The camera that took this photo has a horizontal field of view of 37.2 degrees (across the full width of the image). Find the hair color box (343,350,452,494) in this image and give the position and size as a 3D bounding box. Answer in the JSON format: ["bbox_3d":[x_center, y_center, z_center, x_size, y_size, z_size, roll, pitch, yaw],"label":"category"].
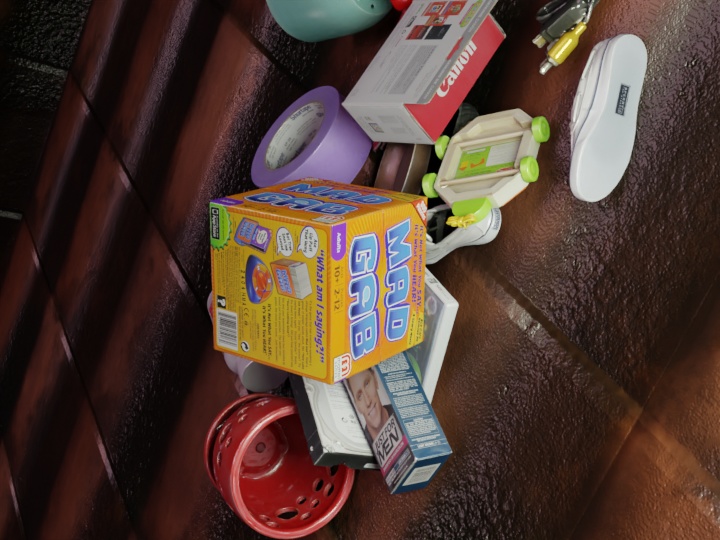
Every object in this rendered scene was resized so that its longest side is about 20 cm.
[{"bbox_3d":[0.044,0.190,1.453,0.200,0.060,0.100,66,147,31],"label":"hair color box"}]

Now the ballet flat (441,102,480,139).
[{"bbox_3d":[0.116,-0.224,1.520,0.067,0.057,0.200,-64,35,23],"label":"ballet flat"}]

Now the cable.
[{"bbox_3d":[0.287,-0.331,1.324,0.200,0.050,0.097,-37,32,31],"label":"cable"}]

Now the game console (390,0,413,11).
[{"bbox_3d":[0.123,-0.500,1.581,0.200,0.119,0.173,-23,91,31],"label":"game console"}]

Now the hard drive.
[{"bbox_3d":[-0.025,0.192,1.532,0.038,0.140,0.200,-54,39,32],"label":"hard drive"}]

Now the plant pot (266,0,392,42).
[{"bbox_3d":[-0.029,-0.469,1.711,0.161,0.200,0.201,11,90,46],"label":"plant pot"}]

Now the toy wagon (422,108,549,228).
[{"bbox_3d":[0.155,-0.124,1.360,0.155,0.040,0.200,-7,48,35],"label":"toy wagon"}]

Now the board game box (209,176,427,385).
[{"bbox_3d":[-0.052,0.004,1.375,0.200,0.200,0.200,13,110,35],"label":"board game box"}]

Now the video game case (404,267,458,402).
[{"bbox_3d":[0.061,0.078,1.484,0.182,0.023,0.200,50,137,46],"label":"video game case"}]

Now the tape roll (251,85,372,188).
[{"bbox_3d":[-0.079,-0.193,1.725,0.200,0.085,0.200,-34,34,27],"label":"tape roll"}]

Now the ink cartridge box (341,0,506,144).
[{"bbox_3d":[0.101,-0.273,1.453,0.175,0.084,0.200,12,63,51],"label":"ink cartridge box"}]

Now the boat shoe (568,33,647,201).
[{"bbox_3d":[0.279,-0.176,1.249,0.065,0.073,0.200,8,77,63],"label":"boat shoe"}]

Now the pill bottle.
[{"bbox_3d":[-0.189,0.110,1.840,0.112,0.112,0.200,-59,37,28],"label":"pill bottle"}]

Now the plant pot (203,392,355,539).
[{"bbox_3d":[-0.133,0.282,1.621,0.182,0.200,0.201,15,93,61],"label":"plant pot"}]

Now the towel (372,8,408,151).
[{"bbox_3d":[0.050,-0.285,1.621,0.145,0.022,0.200,161,120,-86],"label":"towel"}]

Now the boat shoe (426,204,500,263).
[{"bbox_3d":[0.104,-0.059,1.463,0.200,0.065,0.074,-24,61,52],"label":"boat shoe"}]

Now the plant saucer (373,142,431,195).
[{"bbox_3d":[0.061,-0.142,1.555,0.200,0.034,0.201,-164,90,-79],"label":"plant saucer"}]
